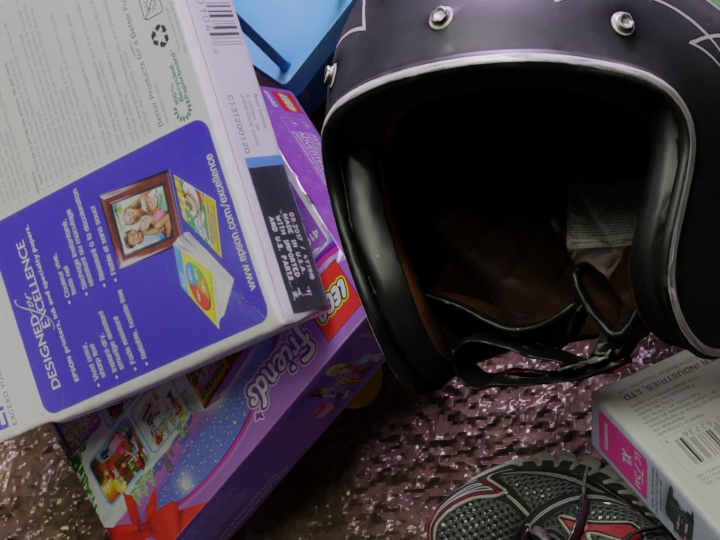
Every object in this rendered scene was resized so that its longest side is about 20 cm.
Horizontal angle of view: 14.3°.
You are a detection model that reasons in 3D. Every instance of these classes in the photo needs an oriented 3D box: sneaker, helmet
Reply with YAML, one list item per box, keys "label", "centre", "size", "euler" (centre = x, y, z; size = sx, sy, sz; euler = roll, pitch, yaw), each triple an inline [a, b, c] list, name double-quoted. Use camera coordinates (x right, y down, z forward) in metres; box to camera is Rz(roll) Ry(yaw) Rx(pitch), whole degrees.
- label: "sneaker"
  centre: [0.102, 0.128, 1.207]
  size: [0.200, 0.075, 0.081]
  euler: [15, 104, 44]
- label: "helmet"
  centre: [0.078, -0.055, 1.175]
  size: [0.200, 0.200, 0.191]
  euler: [-9, 97, 20]

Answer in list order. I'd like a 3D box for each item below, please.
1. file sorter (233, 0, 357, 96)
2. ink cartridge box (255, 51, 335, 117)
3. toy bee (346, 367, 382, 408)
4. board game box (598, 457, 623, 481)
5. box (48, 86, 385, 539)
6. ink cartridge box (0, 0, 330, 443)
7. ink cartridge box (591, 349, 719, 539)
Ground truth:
- label: "file sorter"
  centre: [-0.040, -0.217, 1.378]
  size: [0.139, 0.123, 0.200]
  euler: [36, 87, 39]
- label: "ink cartridge box"
  centre: [-0.122, -0.092, 1.484]
  size: [0.200, 0.084, 0.145]
  euler: [-46, 50, -8]
- label: "toy bee"
  centre: [0.000, 0.000, 1.369]
  size: [0.200, 0.109, 0.131]
  euler: [2, 90, 41]
- label: "board game box"
  centre: [0.223, 0.056, 1.242]
  size: [0.152, 0.045, 0.200]
  euler: [34, 78, 38]
- label: "box"
  centre: [-0.068, 0.032, 1.329]
  size: [0.200, 0.039, 0.137]
  euler: [-49, 56, 29]
- label: "ink cartridge box"
  centre: [-0.122, -0.041, 1.309]
  size: [0.200, 0.043, 0.198]
  euler: [-23, 82, 37]
- label: "ink cartridge box"
  centre: [0.195, 0.096, 1.149]
  size: [0.119, 0.042, 0.200]
  euler: [-24, 45, -20]
